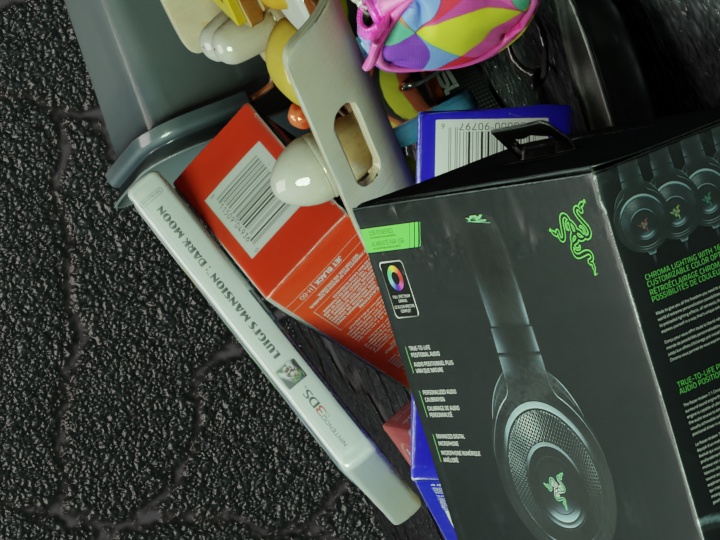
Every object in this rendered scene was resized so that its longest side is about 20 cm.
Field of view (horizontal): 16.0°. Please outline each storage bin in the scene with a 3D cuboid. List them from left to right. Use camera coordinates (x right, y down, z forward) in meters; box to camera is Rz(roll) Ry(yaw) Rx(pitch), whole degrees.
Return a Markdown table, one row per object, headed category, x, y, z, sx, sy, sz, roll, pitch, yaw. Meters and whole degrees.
| category | x | y | z | sx | sy | sz | roll | pitch | yaw |
| --- | --- | --- | --- | --- | --- | --- | --- | --- | --- |
| storage bin | -0.072 | -0.142 | 1.479 | 0.135 | 0.199 | 0.146 | 65 | 159 | 4 |

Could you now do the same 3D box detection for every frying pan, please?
| category | x | y | z | sx | sy | sz | roll | pitch | yaw |
| --- | --- | --- | --- | --- | --- | --- | --- | --- | --- |
| frying pan | 0.099 | -0.087 | 1.095 | 0.190 | 0.031 | 0.115 | -104 | -3 | -60 |

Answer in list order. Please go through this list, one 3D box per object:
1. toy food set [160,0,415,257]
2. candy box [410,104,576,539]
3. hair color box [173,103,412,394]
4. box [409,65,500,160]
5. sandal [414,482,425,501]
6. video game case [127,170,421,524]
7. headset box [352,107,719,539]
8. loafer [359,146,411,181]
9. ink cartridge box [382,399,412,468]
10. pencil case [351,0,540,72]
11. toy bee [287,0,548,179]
| category | x | y | z | sx | sy | sz | roll | pitch | yaw |
| --- | --- | --- | --- | --- | --- | --- | --- | --- | --- |
| toy food set | -0.052 | -0.103 | 1.165 | 0.200 | 0.060 | 0.144 | 47 | 168 | 42 |
| candy box | 0.069 | 0.034 | 1.188 | 0.200 | 0.077 | 0.170 | 67 | -156 | -74 |
| hair color box | 0.000 | 0.000 | 1.324 | 0.102 | 0.061 | 0.200 | 49 | -172 | 37 |
| box | 0.081 | -0.010 | 1.452 | 0.200 | 0.044 | 0.161 | 75 | 168 | -55 |
| sandal | 0.080 | 0.165 | 1.315 | 0.211 | 0.070 | 0.078 | 31 | 154 | 49 |
| video game case | -0.041 | 0.045 | 1.329 | 0.182 | 0.023 | 0.200 | 51 | 177 | 15 |
| headset box | 0.099 | 0.036 | 0.974 | 0.174 | 0.092 | 0.201 | -4 | 104 | 60 |
| loafer | 0.016 | -0.104 | 1.600 | 0.063 | 0.071 | 0.201 | -54 | -51 | -75 |
| ink cartridge box | 0.103 | 0.118 | 1.397 | 0.117 | 0.067 | 0.200 | 55 | 162 | -14 |
| pencil case | 0.014 | -0.182 | 1.101 | 0.088 | 0.088 | 0.201 | 82 | 172 | -67 |
| toy bee | 0.002 | -0.095 | 1.298 | 0.131 | 0.108 | 0.200 | 58 | 160 | 14 |
